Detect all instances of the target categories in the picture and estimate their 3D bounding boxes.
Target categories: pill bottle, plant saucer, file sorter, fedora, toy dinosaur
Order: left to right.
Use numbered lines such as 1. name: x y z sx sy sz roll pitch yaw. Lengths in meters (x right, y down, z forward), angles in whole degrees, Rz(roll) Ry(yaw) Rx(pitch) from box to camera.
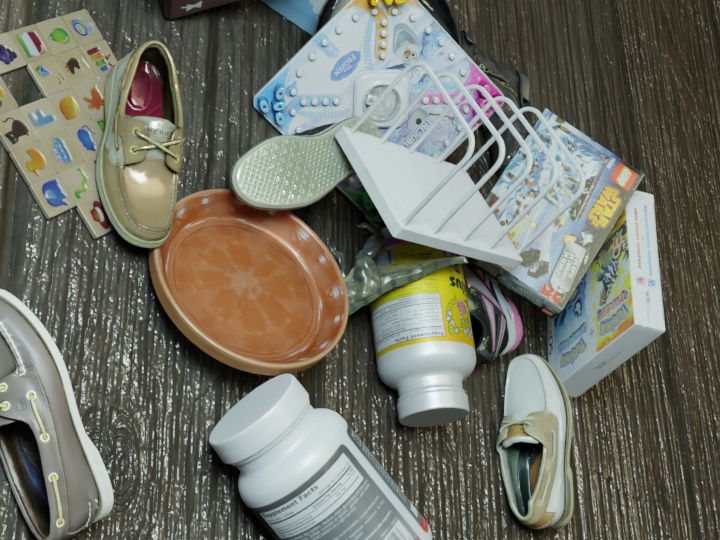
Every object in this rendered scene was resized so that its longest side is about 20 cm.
1. plant saucer: -0.105 0.012 1.156 0.200 0.032 0.201 21 46 -23
2. pill bottle: -0.036 0.197 1.099 0.200 0.116 0.116 53 41 -12
3. toy dinosaur: 0.000 0.000 1.244 0.047 0.200 0.088 74 -8 -61
4. fedora: 0.047 -0.239 1.365 0.200 0.092 0.201 -11 114 -25
5. pill bottle: 0.064 0.057 1.286 0.104 0.104 0.200 13 61 -42
6. file sorter: 0.105 -0.107 1.226 0.200 0.125 0.139 12 40 -47

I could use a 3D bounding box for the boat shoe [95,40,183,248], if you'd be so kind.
1. boat shoe: -0.196 -0.119 1.116 0.074 0.066 0.200 6 62 -32

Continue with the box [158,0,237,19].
1. box: -0.144 -0.386 1.211 0.164 0.166 0.200 -18 83 -15

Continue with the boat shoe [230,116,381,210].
1. boat shoe: -0.059 -0.104 1.227 0.200 0.062 0.075 -29 99 -45

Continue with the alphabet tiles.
1. alphabet tiles: -0.258 -0.132 1.122 0.167 0.008 0.200 -35 97 -50

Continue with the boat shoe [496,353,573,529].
1. boat shoe: 0.192 0.186 1.377 0.068 0.075 0.200 16 60 -48

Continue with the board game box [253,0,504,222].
1. board game box: 0.023 -0.179 1.312 0.200 0.200 0.026 43 8 -22

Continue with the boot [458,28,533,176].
1. boot: 0.136 -0.226 1.551 0.174 0.069 0.200 32 42 -28

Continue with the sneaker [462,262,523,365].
1. sneaker: 0.112 0.016 1.380 0.086 0.080 0.200 -33 94 -48

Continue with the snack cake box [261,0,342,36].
1. snack cake box: -0.057 -0.342 1.398 0.200 0.067 0.115 29 50 -34

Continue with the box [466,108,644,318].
1. box: 0.210 -0.065 1.372 0.137 0.040 0.200 35 68 2

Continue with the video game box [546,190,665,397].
1. video game box: 0.285 0.030 1.465 0.047 0.200 0.182 11 58 -18

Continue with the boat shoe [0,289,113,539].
1. boat shoe: -0.258 0.112 0.945 0.060 0.072 0.200 -28 97 -53
